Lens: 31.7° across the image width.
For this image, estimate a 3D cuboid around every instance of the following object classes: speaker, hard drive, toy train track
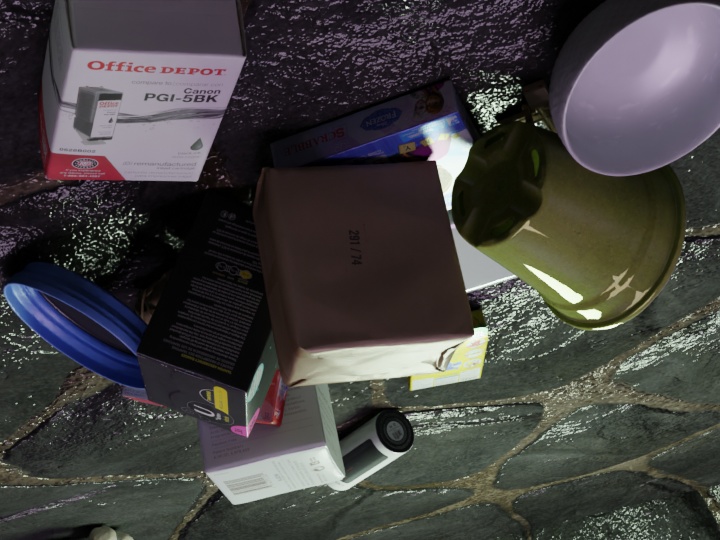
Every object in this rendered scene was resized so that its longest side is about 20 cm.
[{"bbox_3d":[0.008,0.313,2.197,0.080,0.082,0.200,5,151,-33],"label":"speaker"},{"bbox_3d":[0.185,-0.042,1.489,0.198,0.027,0.133,-17,139,0],"label":"hard drive"},{"bbox_3d":[0.216,-0.145,1.360,0.114,0.033,0.200,-20,155,18],"label":"toy train track"}]

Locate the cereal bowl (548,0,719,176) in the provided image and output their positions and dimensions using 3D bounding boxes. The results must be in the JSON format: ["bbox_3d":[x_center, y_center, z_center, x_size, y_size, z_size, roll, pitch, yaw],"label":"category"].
[{"bbox_3d":[0.263,-0.190,1.191,0.198,0.084,0.202,-14,138,-13],"label":"cereal bowl"}]

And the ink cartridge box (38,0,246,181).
[{"bbox_3d":[-0.191,-0.160,1.078,0.145,0.084,0.200,-1,154,-20],"label":"ink cartridge box"}]

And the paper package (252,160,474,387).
[{"bbox_3d":[0.000,0.000,1.271,0.188,0.202,0.104,-4,156,-16],"label":"paper package"}]

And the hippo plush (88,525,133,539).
[{"bbox_3d":[-0.536,0.573,2.484,0.159,0.161,0.200,9,154,37],"label":"hippo plush"}]

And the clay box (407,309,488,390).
[{"bbox_3d":[0.124,0.113,1.857,0.113,0.048,0.201,-10,154,-4],"label":"clay box"}]

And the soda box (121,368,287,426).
[{"bbox_3d":[-0.193,0.144,1.588,0.197,0.071,0.063,9,170,9],"label":"soda box"}]

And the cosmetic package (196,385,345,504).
[{"bbox_3d":[-0.127,0.182,1.702,0.164,0.202,0.168,-13,155,3],"label":"cosmetic package"}]

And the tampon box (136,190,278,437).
[{"bbox_3d":[-0.142,0.050,1.371,0.125,0.202,0.150,19,156,5],"label":"tampon box"}]

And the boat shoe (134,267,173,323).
[{"bbox_3d":[-0.240,0.049,1.527,0.064,0.073,0.200,0,160,-14],"label":"boat shoe"}]

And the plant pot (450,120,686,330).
[{"bbox_3d":[0.198,-0.060,1.297,0.183,0.203,0.200,20,141,-37],"label":"plant pot"}]

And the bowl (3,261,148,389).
[{"bbox_3d":[-0.309,0.061,1.431,0.199,0.040,0.201,26,155,13],"label":"bowl"}]

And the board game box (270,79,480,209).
[{"bbox_3d":[0.033,-0.108,1.344,0.198,0.042,0.200,-18,155,14],"label":"board game box"}]
